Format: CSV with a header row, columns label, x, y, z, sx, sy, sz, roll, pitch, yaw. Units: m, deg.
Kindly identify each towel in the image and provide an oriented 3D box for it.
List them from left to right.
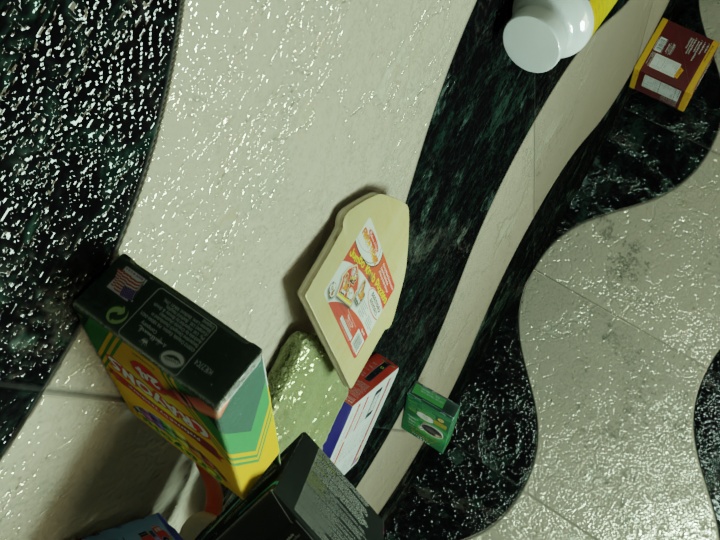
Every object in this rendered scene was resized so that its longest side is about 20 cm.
label,x,y,z,sx,sy,sz,roll,pitch,yaw
towel,-0.076,0.166,0.924,0.147,0.036,0.204,13,104,-57

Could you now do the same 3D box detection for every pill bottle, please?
label,x,y,z,sx,sy,sz,roll,pitch,yaw
pill bottle,0.265,-0.350,1.012,0.201,0.111,0.113,-52,161,-27

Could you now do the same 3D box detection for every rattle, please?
label,x,y,z,sx,sy,sz,roll,pitch,yaw
rattle,-0.140,0.311,0.841,0.142,0.128,0.205,20,62,-60

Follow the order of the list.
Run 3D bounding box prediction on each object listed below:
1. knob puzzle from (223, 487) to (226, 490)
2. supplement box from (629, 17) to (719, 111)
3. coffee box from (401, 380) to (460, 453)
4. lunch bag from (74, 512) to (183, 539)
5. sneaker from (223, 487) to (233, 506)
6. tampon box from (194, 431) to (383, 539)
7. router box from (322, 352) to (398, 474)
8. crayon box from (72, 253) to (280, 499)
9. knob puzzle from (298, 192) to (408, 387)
label,x,y,z,sx,sy,sz,roll,pitch,yaw
knob puzzle,-0.111,0.236,1.001,0.221,0.030,0.221,-52,161,-26
supplement box,1.017,-0.667,2.534,0.200,0.198,0.133,-58,163,-5
coffee box,0.159,0.339,1.797,0.044,0.121,0.202,-52,160,-29
lunch bag,-0.165,0.319,0.683,0.095,0.198,0.150,-60,162,2
sneaker,-0.117,0.288,0.914,0.091,0.068,0.203,-87,167,-48
tampon box,-0.071,0.255,0.673,0.150,0.127,0.200,-43,178,2
router box,-0.027,0.250,1.231,0.179,0.048,0.203,-25,140,-63
crayon box,-0.123,0.091,0.567,0.051,0.125,0.202,-49,159,-27
knob puzzle,0.000,0.000,0.891,0.219,0.030,0.225,-33,129,-51
